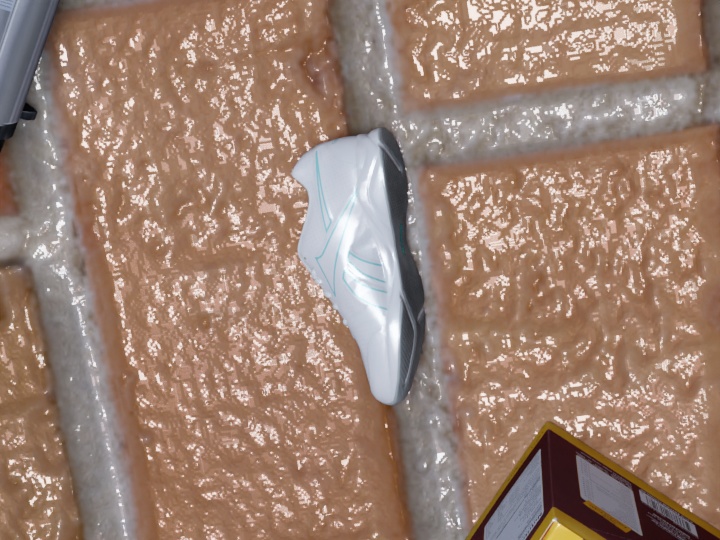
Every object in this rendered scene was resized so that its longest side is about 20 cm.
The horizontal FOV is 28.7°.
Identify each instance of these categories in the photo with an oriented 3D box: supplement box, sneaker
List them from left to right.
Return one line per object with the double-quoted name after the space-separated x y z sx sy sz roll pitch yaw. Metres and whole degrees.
0.000 0.000 1.035 0.079 0.070 0.202 -7 95 17 "sneaker"
0.179 0.241 0.990 0.196 0.200 0.133 33 104 -1 "supplement box"

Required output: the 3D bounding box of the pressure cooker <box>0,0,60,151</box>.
-0.309 -0.164 0.972 0.174 0.179 0.202 21 101 -4 "pressure cooker"
